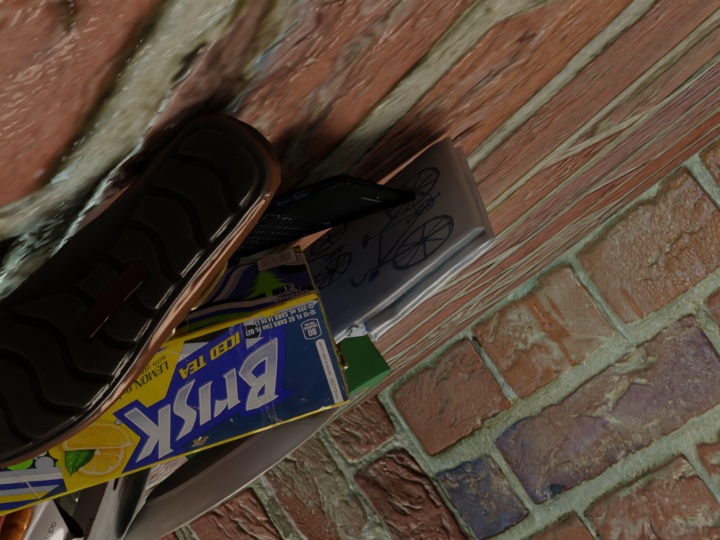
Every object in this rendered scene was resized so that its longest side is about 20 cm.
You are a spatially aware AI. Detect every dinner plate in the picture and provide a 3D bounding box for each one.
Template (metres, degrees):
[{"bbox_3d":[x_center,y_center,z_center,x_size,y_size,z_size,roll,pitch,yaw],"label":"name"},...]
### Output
[{"bbox_3d":[-0.102,0.145,0.986,0.200,0.024,0.200,-34,-178,1],"label":"dinner plate"}]

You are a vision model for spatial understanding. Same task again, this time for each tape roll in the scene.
[{"bbox_3d":[-0.066,0.130,1.184,0.200,0.048,0.200,-35,174,-4],"label":"tape roll"}]

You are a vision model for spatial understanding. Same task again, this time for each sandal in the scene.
[{"bbox_3d":[-0.202,0.155,0.845,0.207,0.059,0.079,-62,-152,3],"label":"sandal"}]

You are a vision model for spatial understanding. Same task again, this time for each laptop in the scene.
[{"bbox_3d":[-0.063,0.024,0.780,0.200,0.103,0.177,-18,177,13],"label":"laptop"}]

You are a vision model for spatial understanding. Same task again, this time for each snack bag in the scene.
[{"bbox_3d":[0.000,0.000,0.886,0.200,0.021,0.189,-38,-159,12],"label":"snack bag"}]

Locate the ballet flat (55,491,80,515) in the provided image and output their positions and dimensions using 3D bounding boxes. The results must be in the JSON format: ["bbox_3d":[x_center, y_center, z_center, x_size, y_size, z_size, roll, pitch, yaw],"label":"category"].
[{"bbox_3d":[-0.259,0.177,1.051,0.068,0.068,0.200,-25,173,7],"label":"ballet flat"}]

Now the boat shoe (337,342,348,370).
[{"bbox_3d":[-0.047,0.060,1.012,0.075,0.075,0.202,-35,-168,10],"label":"boat shoe"}]

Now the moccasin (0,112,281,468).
[{"bbox_3d":[-0.115,0.010,0.600,0.201,0.074,0.078,-52,177,3],"label":"moccasin"}]

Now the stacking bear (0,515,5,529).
[{"bbox_3d":[-0.285,0.172,0.794,0.114,0.122,0.200,3,166,-25],"label":"stacking bear"}]

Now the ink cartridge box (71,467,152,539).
[{"bbox_3d":[-0.192,0.152,0.976,0.200,0.047,0.160,103,2,-65],"label":"ink cartridge box"}]

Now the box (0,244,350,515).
[{"bbox_3d":[-0.112,0.056,0.668,0.200,0.070,0.064,-18,-153,-2],"label":"box"}]
